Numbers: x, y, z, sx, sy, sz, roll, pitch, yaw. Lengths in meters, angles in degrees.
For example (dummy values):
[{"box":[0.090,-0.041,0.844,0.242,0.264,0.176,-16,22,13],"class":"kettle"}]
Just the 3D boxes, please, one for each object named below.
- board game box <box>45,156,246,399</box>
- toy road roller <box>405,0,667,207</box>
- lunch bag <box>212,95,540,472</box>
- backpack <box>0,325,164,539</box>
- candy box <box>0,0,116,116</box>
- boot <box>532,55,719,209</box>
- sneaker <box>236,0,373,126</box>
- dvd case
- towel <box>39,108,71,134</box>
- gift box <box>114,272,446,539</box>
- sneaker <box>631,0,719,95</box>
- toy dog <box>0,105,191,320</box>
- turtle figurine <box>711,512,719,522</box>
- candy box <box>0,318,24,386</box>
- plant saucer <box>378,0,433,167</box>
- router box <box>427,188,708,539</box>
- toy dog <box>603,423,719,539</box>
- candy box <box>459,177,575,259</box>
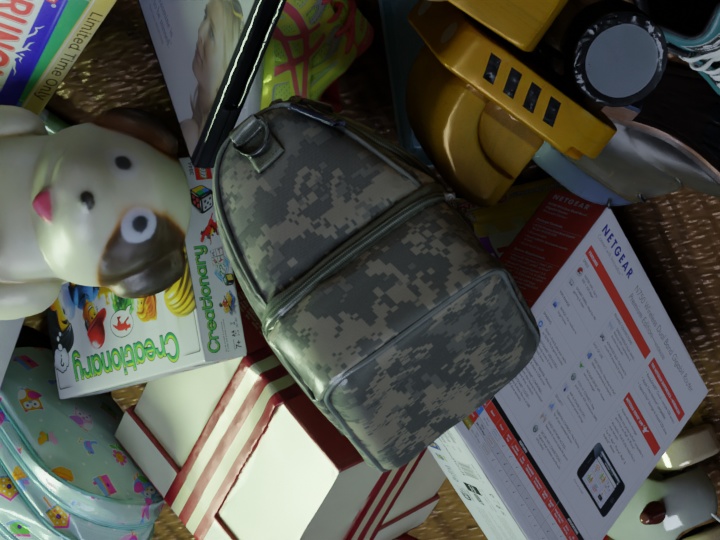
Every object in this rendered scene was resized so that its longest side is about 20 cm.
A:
[{"box":[-0.144,0.007,1.708,0.035,0.127,0.200,-7,175,-34],"class":"board game box"},{"box":[0.064,-0.130,1.521,0.200,0.123,0.146,34,100,-22],"class":"toy road roller"},{"box":[0.000,0.000,1.556,0.139,0.168,0.200,-39,158,-1],"class":"lunch bag"},{"box":[-0.226,0.132,1.821,0.167,0.200,0.127,-5,139,-47],"class":"backpack"},{"box":[-0.251,-0.186,1.587,0.200,0.077,0.169,22,138,-18],"class":"candy box"},{"box":[0.188,-0.076,1.669,0.200,0.075,0.097,32,144,-14],"class":"boot"},{"box":[-0.034,-0.159,1.601,0.090,0.078,0.200,3,145,-8],"class":"sneaker"},{"box":[-0.080,-0.175,1.521,0.018,0.143,0.200,-2,143,-24],"class":"dvd case"},{"box":[-0.293,-0.090,1.736,0.200,0.031,0.149,32,133,-26],"class":"towel"},{"box":[-0.024,0.102,1.778,0.200,0.185,0.187,-18,151,-38],"class":"gift box"},{"box":[0.203,-0.144,1.570,0.071,0.080,0.200,-26,129,26],"class":"sneaker"},{"box":[-0.194,-0.027,1.604,0.200,0.140,0.194,-7,164,35],"class":"toy dog"},{"box":[0.348,0.153,1.874,0.200,0.101,0.150,17,149,-32],"class":"turtle figurine"},{"box":[-0.334,0.043,1.749,0.200,0.168,0.072,17,169,10],"class":"candy box"},{"box":[0.050,-0.139,1.646,0.070,0.019,0.200,-1,137,8],"class":"plant saucer"},{"box":[0.128,0.080,1.730,0.049,0.180,0.200,20,152,42],"class":"router box"},{"box":[0.179,0.184,1.917,0.096,0.132,0.200,-12,152,-50],"class":"toy dog"},{"box":[0.127,0.017,1.804,0.102,0.026,0.200,-15,134,17],"class":"candy box"}]
